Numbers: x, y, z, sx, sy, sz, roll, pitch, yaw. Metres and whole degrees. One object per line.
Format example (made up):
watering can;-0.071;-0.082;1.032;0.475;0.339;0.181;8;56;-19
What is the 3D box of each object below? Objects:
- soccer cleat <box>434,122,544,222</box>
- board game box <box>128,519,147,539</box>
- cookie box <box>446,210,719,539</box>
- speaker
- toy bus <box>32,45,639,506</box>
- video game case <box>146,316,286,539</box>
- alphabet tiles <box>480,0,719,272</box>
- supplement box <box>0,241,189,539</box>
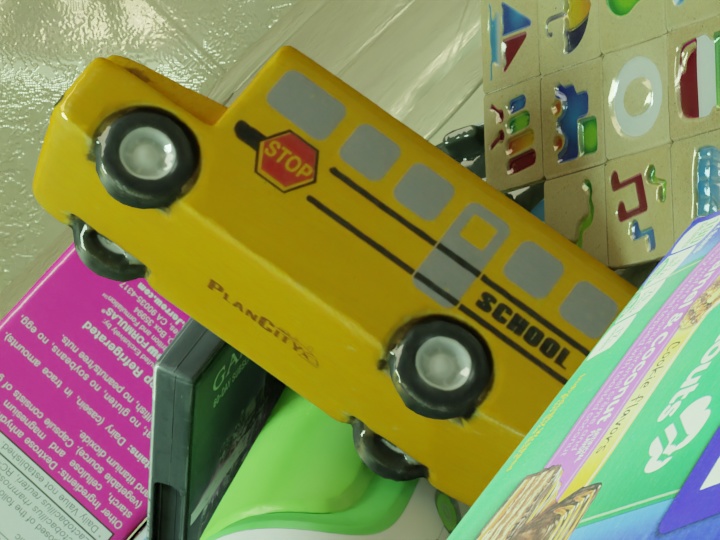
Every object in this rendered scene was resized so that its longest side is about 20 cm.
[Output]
soccer cleat;0.102;-0.044;1.100;0.200;0.086;0.070;-23;63;24
board game box;-0.052;0.090;1.244;0.200;0.037;0.151;-48;1;-10
cookie box;0.107;0.042;0.665;0.171;0.075;0.200;-50;11;-28
speaker;-0.002;0.078;0.974;0.088;0.088;0.200;-41;10;30
toy bus;0.000;0.000;0.910;0.078;0.200;0.065;-53;-5;-26
video game case;-0.036;0.063;1.068;0.143;0.019;0.200;-54;-23;-43
alphabet tiles;0.093;-0.087;0.892;0.200;0.006;0.166;-16;73;58
supplement box;-0.119;0.061;1.258;0.200;0.103;0.101;-47;1;-15
